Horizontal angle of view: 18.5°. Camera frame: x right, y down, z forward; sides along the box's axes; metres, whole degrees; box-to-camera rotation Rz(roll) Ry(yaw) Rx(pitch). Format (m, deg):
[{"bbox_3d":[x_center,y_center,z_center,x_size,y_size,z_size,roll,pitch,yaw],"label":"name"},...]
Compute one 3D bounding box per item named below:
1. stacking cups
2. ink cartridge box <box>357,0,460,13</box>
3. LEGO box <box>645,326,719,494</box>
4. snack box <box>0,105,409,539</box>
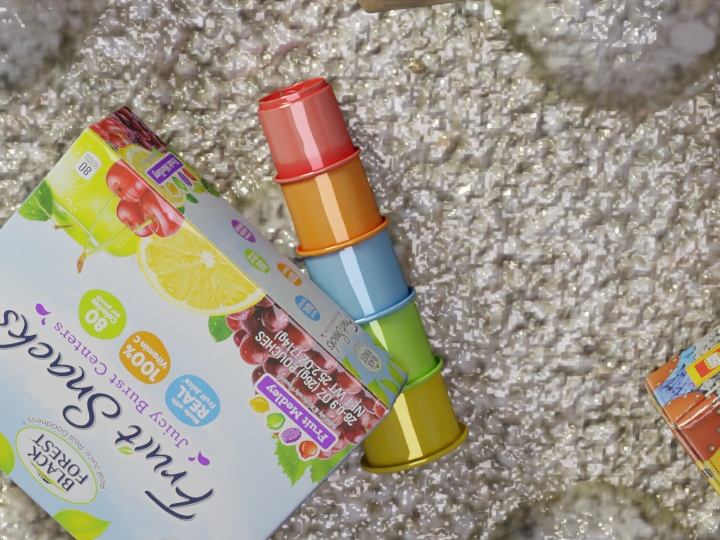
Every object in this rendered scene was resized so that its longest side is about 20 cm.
[{"bbox_3d":[0.000,0.000,1.130,0.060,0.061,0.201,-17,100,1],"label":"stacking cups"},{"bbox_3d":[0.021,-0.245,0.996,0.165,0.075,0.200,-49,120,-29],"label":"ink cartridge box"},{"bbox_3d":[0.269,0.101,1.149,0.149,0.077,0.200,-36,104,7],"label":"LEGO box"},{"bbox_3d":[-0.105,0.049,1.098,0.200,0.068,0.169,44,108,-1],"label":"snack box"}]
